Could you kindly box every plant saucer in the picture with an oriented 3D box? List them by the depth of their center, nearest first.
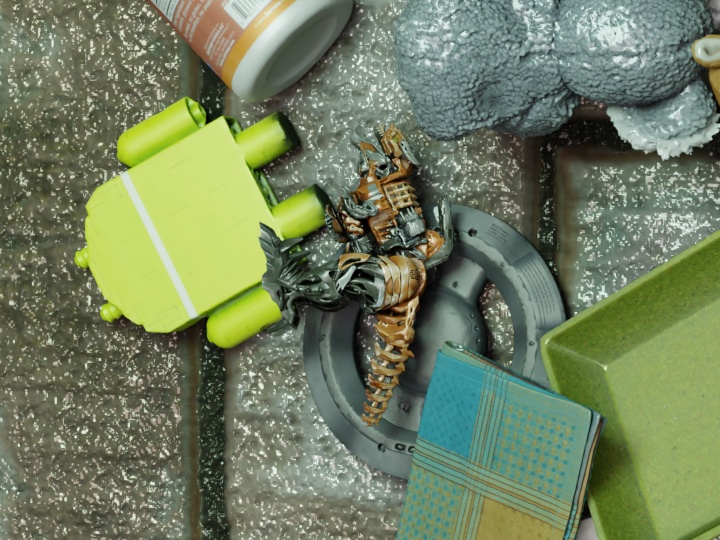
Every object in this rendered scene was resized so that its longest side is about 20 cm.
[{"bbox_3d":[0.234,0.088,1.587,0.200,0.048,0.200,-33,53,25],"label":"plant saucer"}]

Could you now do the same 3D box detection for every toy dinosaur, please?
[{"bbox_3d":[0.000,0.000,1.666,0.135,0.102,0.201,-3,61,2],"label":"toy dinosaur"}]

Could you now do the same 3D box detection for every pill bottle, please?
[{"bbox_3d":[-0.108,-0.227,1.717,0.200,0.112,0.112,47,106,12],"label":"pill bottle"}]

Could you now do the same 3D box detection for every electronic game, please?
[{"bbox_3d":[0.053,0.051,1.709,0.199,0.042,0.201,-2,84,19],"label":"electronic game"}]

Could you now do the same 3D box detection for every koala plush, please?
[{"bbox_3d":[0.142,-0.153,1.570,0.199,0.184,0.178,7,110,26],"label":"koala plush"}]

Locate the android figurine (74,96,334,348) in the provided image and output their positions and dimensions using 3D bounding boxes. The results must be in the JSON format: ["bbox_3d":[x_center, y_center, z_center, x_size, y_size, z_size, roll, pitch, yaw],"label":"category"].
[{"bbox_3d":[-0.122,-0.031,1.767,0.199,0.041,0.183,-31,83,16],"label":"android figurine"}]

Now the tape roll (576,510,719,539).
[{"bbox_3d":[0.201,0.260,1.652,0.201,0.071,0.204,1,93,20],"label":"tape roll"}]

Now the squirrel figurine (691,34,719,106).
[{"bbox_3d":[0.300,-0.172,1.497,0.186,0.141,0.201,-26,73,30],"label":"squirrel figurine"}]

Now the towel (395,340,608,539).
[{"bbox_3d":[0.090,0.164,1.639,0.146,0.022,0.201,24,111,38],"label":"towel"}]

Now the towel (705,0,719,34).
[{"bbox_3d":[0.336,-0.202,1.578,0.199,0.086,0.166,19,100,16],"label":"towel"}]
